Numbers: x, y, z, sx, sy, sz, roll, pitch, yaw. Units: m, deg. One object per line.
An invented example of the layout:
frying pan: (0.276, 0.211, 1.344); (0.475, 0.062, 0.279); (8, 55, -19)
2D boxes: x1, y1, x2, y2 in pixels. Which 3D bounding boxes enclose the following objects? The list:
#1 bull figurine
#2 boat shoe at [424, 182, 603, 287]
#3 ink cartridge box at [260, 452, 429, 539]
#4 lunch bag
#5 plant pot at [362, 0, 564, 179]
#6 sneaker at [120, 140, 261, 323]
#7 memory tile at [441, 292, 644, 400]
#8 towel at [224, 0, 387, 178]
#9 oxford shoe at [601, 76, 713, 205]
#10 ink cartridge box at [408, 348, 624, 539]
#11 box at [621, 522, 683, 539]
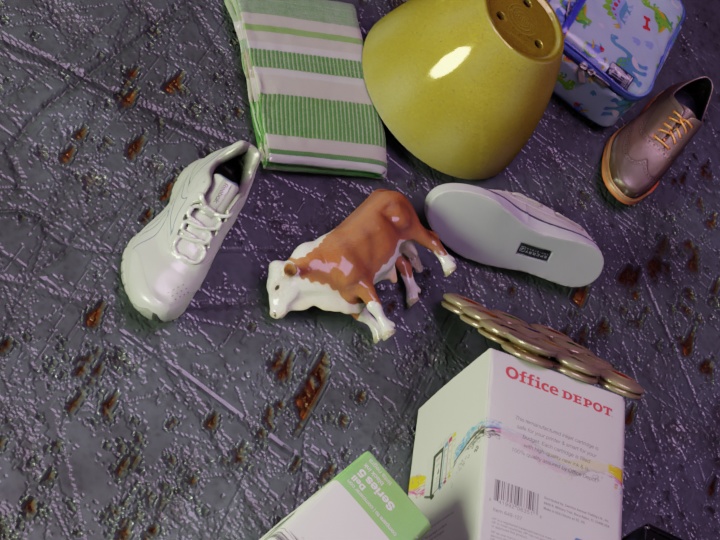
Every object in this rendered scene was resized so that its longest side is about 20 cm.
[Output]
bull figurine: (0.000, 0.000, 1.726); (0.122, 0.065, 0.200); (49, 51, -3)
boat shoe: (0.150, -0.046, 1.854); (0.199, 0.071, 0.070); (17, 28, -19)
ink cartridge box: (-0.059, 0.253, 1.477); (0.084, 0.145, 0.200); (49, 49, 3)
lunch bag: (0.261, -0.266, 2.035); (0.160, 0.082, 0.200); (38, 49, -5)
plant pot: (0.123, -0.212, 1.862); (0.199, 0.142, 0.201); (20, 52, -28)
sneaker: (-0.149, -0.042, 1.640); (0.074, 0.087, 0.201); (33, 52, -15)
memory tile: (0.167, 0.067, 1.728); (0.152, 0.200, 0.017); (20, 97, -23)
towel: (-0.051, -0.184, 1.827); (0.152, 0.023, 0.201); (3, 61, -32)
oxford shoe: (0.322, -0.147, 2.008); (0.071, 0.073, 0.200); (41, 50, -6)
ink cartridge box: (0.134, 0.202, 1.639); (0.146, 0.145, 0.201); (22, 54, -19)
box: (0.291, 0.359, 1.687); (0.163, 0.086, 0.201); (26, 53, -16)
